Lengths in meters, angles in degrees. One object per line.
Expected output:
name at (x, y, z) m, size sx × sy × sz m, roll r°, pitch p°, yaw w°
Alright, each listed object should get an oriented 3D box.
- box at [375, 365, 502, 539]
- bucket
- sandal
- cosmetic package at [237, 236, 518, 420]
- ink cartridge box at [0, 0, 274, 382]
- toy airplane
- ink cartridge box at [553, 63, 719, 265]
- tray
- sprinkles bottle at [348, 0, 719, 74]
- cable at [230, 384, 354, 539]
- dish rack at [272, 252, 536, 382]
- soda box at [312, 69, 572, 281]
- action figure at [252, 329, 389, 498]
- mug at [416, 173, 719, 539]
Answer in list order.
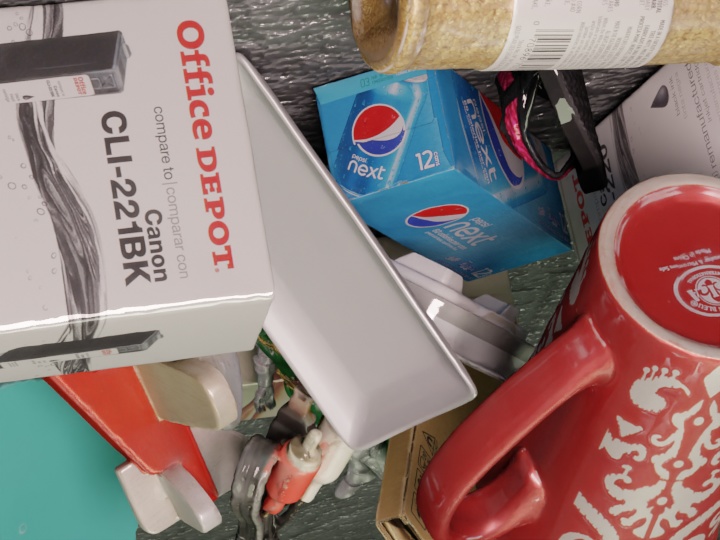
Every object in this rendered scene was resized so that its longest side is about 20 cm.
box at (0.068, 0.128, 1.288) m, size 0.021 × 0.201 × 0.164 m, roll -22°, pitch 121°, yaw 23°
bucket at (-0.239, 0.141, 1.341) m, size 0.134 × 0.209 × 0.206 m, roll 11°, pitch -176°, yaw 44°
sandal at (0.092, -0.075, 1.106) m, size 0.045 × 0.076 × 0.200 m, roll -13°, pitch 167°, yaw 7°
cosmetic package at (-0.011, 0.035, 1.397) m, size 0.198 × 0.088 × 0.103 m, roll -6°, pitch 165°, yaw -16°
ink cartridge box at (-0.145, -0.033, 0.963) m, size 0.198 × 0.146 × 0.084 m, roll -7°, pitch 164°, yaw -13°
toy airplane at (-0.120, 0.044, 1.213) m, size 0.141 × 0.199 × 0.199 m, roll -51°, pitch 157°, yaw -13°
ink cartridge box at (0.191, -0.031, 1.187) m, size 0.084 × 0.147 × 0.200 m, roll -7°, pitch 164°, yaw -21°
tray at (-0.026, -0.009, 1.095) m, size 0.107 × 0.201 × 0.022 m, roll -29°, pitch -172°, yaw 48°
sprinkles bottle at (0.096, -0.120, 0.959) m, size 0.198 × 0.069 × 0.068 m, roll -3°, pitch 163°, yaw -23°
cable at (-0.044, 0.138, 1.221) m, size 0.097 × 0.050 × 0.201 m, roll -45°, pitch 158°, yaw -48°
dish rack at (0.000, 0.000, 1.209) m, size 0.199 × 0.044 × 0.171 m, roll 27°, pitch 179°, yaw 25°
soda box at (0.048, -0.050, 1.178) m, size 0.067 × 0.065 × 0.200 m, roll -16°, pitch 164°, yaw 19°
action figure at (-0.023, 0.068, 1.269) m, size 0.118 × 0.055 × 0.201 m, roll 24°, pitch 154°, yaw 41°
mug at (0.130, 0.070, 1.075) m, size 0.178 × 0.133 × 0.201 m, roll -47°, pitch 165°, yaw -36°
